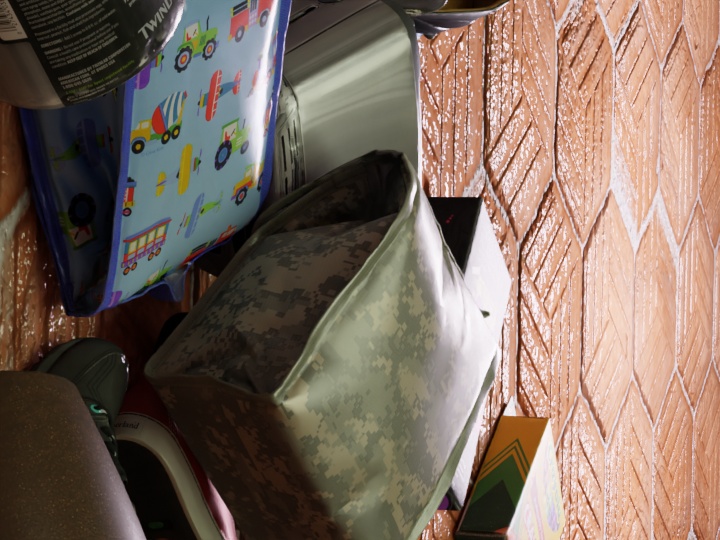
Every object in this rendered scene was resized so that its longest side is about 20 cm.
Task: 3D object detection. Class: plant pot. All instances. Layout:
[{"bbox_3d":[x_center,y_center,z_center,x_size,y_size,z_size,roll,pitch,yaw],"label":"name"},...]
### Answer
[{"bbox_3d":[-0.165,0.154,1.005,0.187,0.186,0.201,37,42,-66],"label":"plant pot"}]

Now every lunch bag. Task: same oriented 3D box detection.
[{"bbox_3d":[-0.007,0.050,1.285,0.200,0.117,0.164,-53,132,-31],"label":"lunch bag"},{"bbox_3d":[-0.106,-0.074,1.214,0.150,0.094,0.201,-35,131,-49],"label":"lunch bag"}]

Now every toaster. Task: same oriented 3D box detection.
[{"bbox_3d":[-0.039,-0.071,1.362,0.129,0.113,0.201,-27,128,-40],"label":"toaster"}]

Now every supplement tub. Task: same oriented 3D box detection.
[{"bbox_3d":[-0.164,-0.180,1.020,0.200,0.122,0.123,67,31,-49],"label":"supplement tub"}]

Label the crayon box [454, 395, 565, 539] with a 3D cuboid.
[{"bbox_3d":[0.142,0.222,2.030,0.200,0.050,0.128,-64,149,-51],"label":"crayon box"}]

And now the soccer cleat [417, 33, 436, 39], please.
[{"bbox_3d":[0.006,-0.172,1.609,0.087,0.070,0.200,57,35,-27],"label":"soccer cleat"}]

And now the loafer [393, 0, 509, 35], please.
[{"bbox_3d":[0.032,-0.204,1.515,0.200,0.072,0.073,-3,89,-59],"label":"loafer"}]

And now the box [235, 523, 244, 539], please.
[{"bbox_3d":[-0.044,0.192,1.426,0.075,0.100,0.201,31,61,-68],"label":"box"}]

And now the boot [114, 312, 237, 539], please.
[{"bbox_3d":[-0.090,0.132,1.337,0.145,0.072,0.201,-65,146,-52],"label":"boot"}]

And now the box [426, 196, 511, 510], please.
[{"bbox_3d":[0.023,0.055,1.569,0.106,0.122,0.201,66,32,-50],"label":"box"}]

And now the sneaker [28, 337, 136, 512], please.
[{"bbox_3d":[-0.148,0.116,1.156,0.201,0.079,0.076,-72,154,-43],"label":"sneaker"}]
